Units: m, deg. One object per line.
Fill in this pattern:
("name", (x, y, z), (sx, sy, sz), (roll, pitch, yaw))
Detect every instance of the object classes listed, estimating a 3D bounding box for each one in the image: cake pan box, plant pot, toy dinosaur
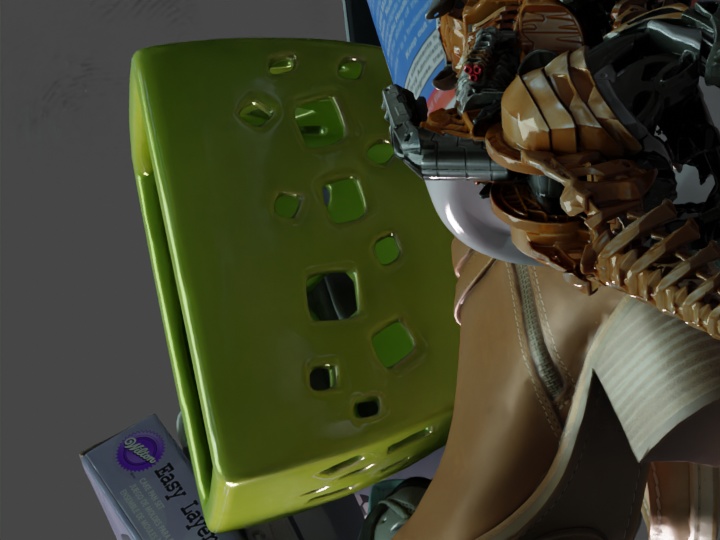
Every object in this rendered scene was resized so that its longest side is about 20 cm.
("cake pan box", (-0.059, 0.197, 1.499), (0.184, 0.052, 0.200), (53, 167, 42))
("plant pot", (0.000, 0.000, 1.347), (0.199, 0.180, 0.201), (115, 144, -78))
("toy dinosaur", (0.079, -0.032, 0.816), (0.102, 0.135, 0.201), (89, 169, -52))

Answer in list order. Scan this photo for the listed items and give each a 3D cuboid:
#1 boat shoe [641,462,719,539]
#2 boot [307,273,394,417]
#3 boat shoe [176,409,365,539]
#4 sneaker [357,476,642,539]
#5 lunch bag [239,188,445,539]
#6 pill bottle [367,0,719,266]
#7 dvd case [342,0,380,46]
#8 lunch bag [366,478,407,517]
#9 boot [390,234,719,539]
("boat shoe", (0.086, 0.023, 1.129), (0.074, 0.069, 0.201), (89, 169, -54))
("boot", (0.009, -0.005, 1.472), (0.068, 0.130, 0.201), (96, 162, -67))
("boat shoe", (-0.060, 0.085, 1.505), (0.071, 0.070, 0.201), (-70, -41, -63))
("sneaker", (0.045, 0.118, 1.317), (0.200, 0.075, 0.116), (-50, 30, 28))
("lunch bag", (-0.016, 0.029, 1.590), (0.124, 0.169, 0.201), (-128, 26, -70))
("pill bottle", (0.054, -0.110, 1.004), (0.112, 0.112, 0.201), (88, 168, -53))
("dvd case", (0.000, -0.181, 1.570), (0.150, 0.025, 0.201), (65, -162, -78))
("lunch bag", (0.062, 0.223, 1.439), (0.171, 0.121, 0.201), (89, 174, -51))
("boot", (0.055, 0.032, 1.069), (0.074, 0.200, 0.155), (18, -139, -47))
